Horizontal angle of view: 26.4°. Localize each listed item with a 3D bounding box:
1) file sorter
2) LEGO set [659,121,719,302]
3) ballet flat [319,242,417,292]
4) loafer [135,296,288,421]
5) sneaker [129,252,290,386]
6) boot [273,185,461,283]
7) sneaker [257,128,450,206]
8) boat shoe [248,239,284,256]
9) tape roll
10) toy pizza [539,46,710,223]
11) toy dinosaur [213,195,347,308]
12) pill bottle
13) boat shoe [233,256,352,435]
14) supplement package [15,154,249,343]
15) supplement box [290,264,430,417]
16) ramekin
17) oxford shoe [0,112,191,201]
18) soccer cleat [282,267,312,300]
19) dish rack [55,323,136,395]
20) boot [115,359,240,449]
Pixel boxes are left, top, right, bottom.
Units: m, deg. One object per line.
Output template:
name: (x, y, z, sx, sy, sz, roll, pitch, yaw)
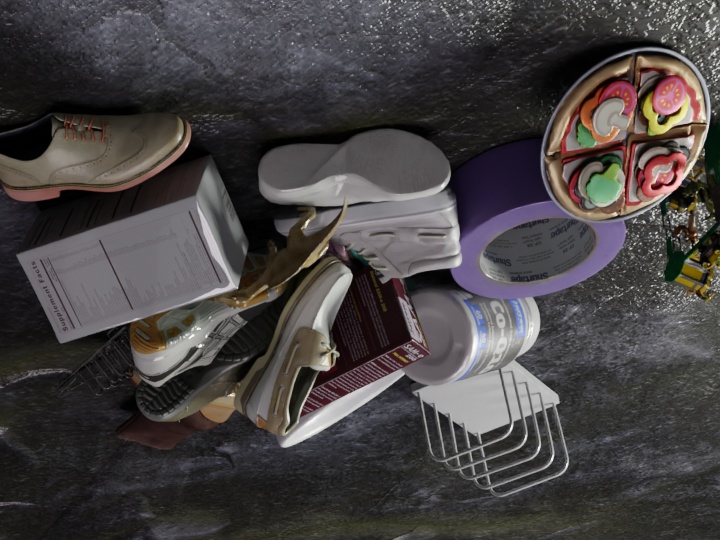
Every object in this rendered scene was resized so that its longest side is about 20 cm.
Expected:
file sorter: (0.184, 0.218, 2.118, 0.138, 0.125, 0.200, -24, 147, 22)
LEGO set: (0.410, -0.056, 1.680, 0.116, 0.200, 0.154, 22, 125, -17)
ballet flat: (0.000, 0.000, 1.772, 0.071, 0.069, 0.200, -6, 150, 28)
loafer: (-0.158, 0.096, 1.690, 0.200, 0.075, 0.070, -35, 160, -6)
sneaker: (-0.162, 0.052, 1.634, 0.200, 0.076, 0.088, -28, 144, -30)
boot: (0.009, -0.030, 1.647, 0.199, 0.096, 0.074, -7, -165, 14)
sneaker: (-0.007, -0.098, 1.609, 0.199, 0.076, 0.089, -1, 160, -3)
boat shoe: (-0.170, 0.020, 1.690, 0.199, 0.072, 0.062, -14, 113, -21)
tape roll: (0.189, -0.055, 1.712, 0.199, 0.085, 0.200, -8, 150, -4)
toy pizza: (0.278, -0.133, 1.578, 0.199, 0.032, 0.201, -12, 125, -18)
toy dinosaur: (-0.060, -0.019, 1.571, 0.200, 0.101, 0.058, -37, 105, 27)
pill bottle: (0.128, 0.068, 1.813, 0.114, 0.114, 0.200, -31, 168, 30)
boat shoe: (-0.057, 0.083, 1.645, 0.200, 0.068, 0.075, -61, 155, 11)
supplement package: (-0.231, -0.023, 1.572, 0.199, 0.110, 0.114, -17, 114, 11)
supplement box: (-0.033, 0.082, 1.709, 0.199, 0.109, 0.061, -26, 152, 15)
ramekin: (-0.036, 0.118, 1.846, 0.200, 0.098, 0.200, -32, 171, -6)
oxford shoe: (-0.264, -0.119, 1.481, 0.199, 0.071, 0.074, -15, 146, 7)
soccer cleat: (-0.098, 0.066, 1.804, 0.065, 0.084, 0.200, 40, 132, -16)
dish rack: (-0.256, 0.088, 1.771, 0.200, 0.055, 0.153, -37, 175, 37)
boot: (-0.259, 0.177, 1.958, 0.166, 0.073, 0.200, -34, 147, 29)
